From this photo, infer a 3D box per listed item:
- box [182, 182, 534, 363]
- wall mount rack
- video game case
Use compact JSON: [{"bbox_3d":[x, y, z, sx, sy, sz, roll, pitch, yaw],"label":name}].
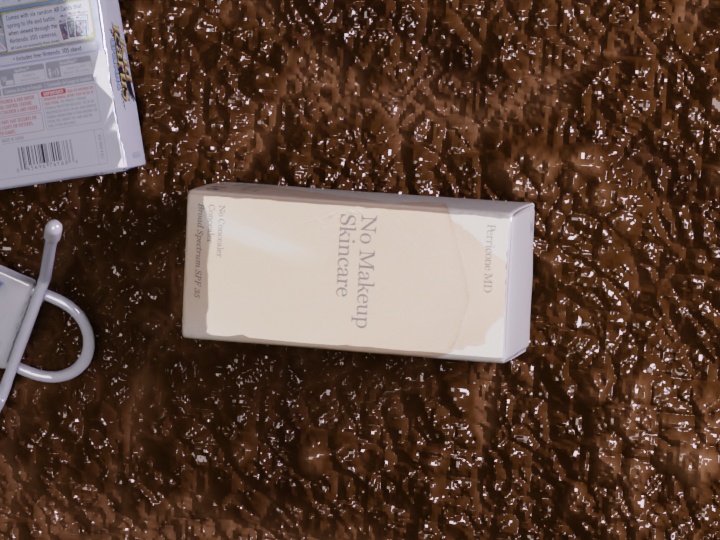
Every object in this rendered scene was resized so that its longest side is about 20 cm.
[{"bbox_3d":[0.000,0.000,1.663,0.199,0.078,0.095,3,96,14],"label":"box"},{"bbox_3d":[-0.255,0.005,1.704,0.199,0.075,0.174,23,119,-1],"label":"wall mount rack"},{"bbox_3d":[-0.245,-0.139,1.727,0.199,0.045,0.182,-8,96,15],"label":"video game case"}]
